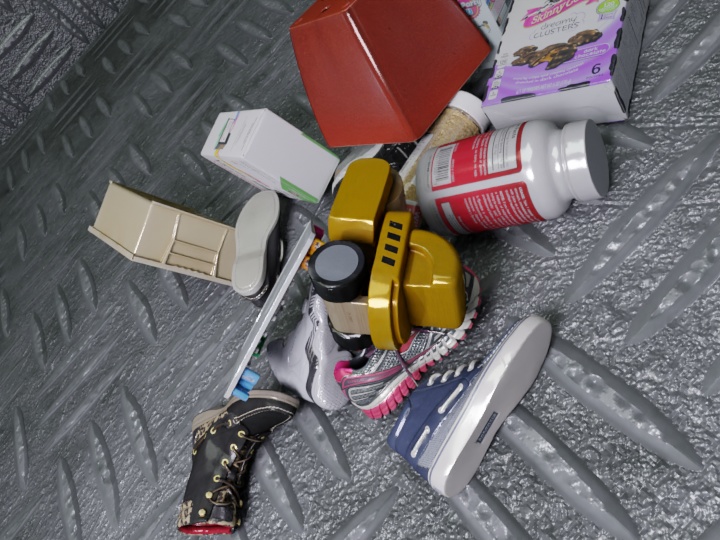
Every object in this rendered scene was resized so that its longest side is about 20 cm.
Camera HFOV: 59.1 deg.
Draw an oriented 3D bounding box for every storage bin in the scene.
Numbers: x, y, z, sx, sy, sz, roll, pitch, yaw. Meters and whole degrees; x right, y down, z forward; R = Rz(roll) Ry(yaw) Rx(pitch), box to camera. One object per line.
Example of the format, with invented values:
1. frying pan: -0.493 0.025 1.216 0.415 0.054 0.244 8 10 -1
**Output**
1. storage bin: -0.310 -0.060 1.052 0.199 0.198 0.095 22 92 47

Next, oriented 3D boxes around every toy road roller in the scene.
1. toy road roller: 0.041 -0.012 0.663 0.145 0.123 0.201 4 53 15

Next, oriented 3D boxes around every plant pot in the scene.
1. plant pot: 0.022 -0.307 0.874 0.199 0.177 0.200 9 54 51

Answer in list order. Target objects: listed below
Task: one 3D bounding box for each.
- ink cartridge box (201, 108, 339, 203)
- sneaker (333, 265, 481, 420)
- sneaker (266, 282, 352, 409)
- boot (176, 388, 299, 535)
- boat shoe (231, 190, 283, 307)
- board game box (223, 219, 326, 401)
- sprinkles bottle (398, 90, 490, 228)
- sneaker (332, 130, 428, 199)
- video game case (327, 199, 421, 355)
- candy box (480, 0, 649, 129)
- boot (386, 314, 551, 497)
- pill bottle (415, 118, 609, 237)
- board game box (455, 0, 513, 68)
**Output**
1. ink cartridge box: -0.149 -0.183 1.011 0.199 0.144 0.085 19 82 57
2. sneaker: 0.056 0.073 0.705 0.200 0.075 0.081 -48 12 -1
3. sneaker: -0.062 0.070 0.798 0.114 0.075 0.202 -9 75 45
4. boot: -0.154 0.236 0.778 0.199 0.073 0.152 -25 46 36
5. boat shoe: -0.153 -0.037 0.998 0.073 0.060 0.201 -13 53 16
6. board game box: -0.097 0.039 0.764 0.201 0.026 0.200 -62 8 5
7. sprinkles bottle: 0.098 -0.143 0.855 0.068 0.068 0.201 25 79 48
8. sneaker: 0.037 -0.177 0.931 0.199 0.074 0.080 -31 39 19
9. video game case: 0.000 0.000 0.817 0.142 0.017 0.202 20 96 47
10. candy box: 0.262 -0.279 0.811 0.167 0.071 0.201 -1 60 40
11. boot: 0.107 0.119 0.646 0.090 0.073 0.201 30 82 42
12. pill bottle: 0.172 -0.107 0.731 0.199 0.112 0.113 -8 55 36
13. board game box: 0.178 -0.410 0.885 0.064 0.200 0.149 6 64 41
